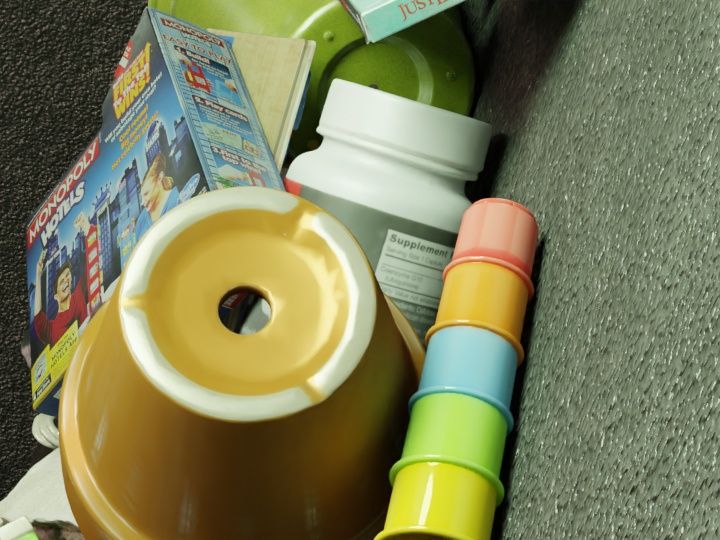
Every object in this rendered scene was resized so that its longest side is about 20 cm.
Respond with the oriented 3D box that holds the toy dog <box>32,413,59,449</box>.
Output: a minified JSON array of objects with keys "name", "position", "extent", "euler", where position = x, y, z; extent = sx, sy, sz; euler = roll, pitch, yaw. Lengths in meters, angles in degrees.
[{"name":"toy dog","position":[-0.148,0.142,1.921],"extent":[0.097,0.132,0.200],"euler":[-62,-8,20]}]

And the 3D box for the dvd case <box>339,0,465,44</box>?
[{"name":"dvd case","position":[0.056,-0.178,1.614],"extent":[0.200,0.145,0.022],"euler":[-113,-2,-77]}]

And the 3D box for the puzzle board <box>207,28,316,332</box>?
[{"name":"puzzle board","position":[-0.084,-0.042,1.715],"extent":[0.151,0.017,0.201],"euler":[15,89,64]}]

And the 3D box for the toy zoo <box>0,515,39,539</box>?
[{"name":"toy zoo","position":[-0.148,0.241,1.610],"extent":[0.201,0.020,0.131],"euler":[60,164,13]}]

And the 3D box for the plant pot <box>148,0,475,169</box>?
[{"name":"plant pot","position":[-0.017,-0.140,1.820],"extent":[0.193,0.199,0.201],"euler":[-127,53,-64]}]

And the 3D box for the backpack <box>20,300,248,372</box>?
[{"name":"backpack","position":[-0.120,-0.008,1.920],"extent":[0.200,0.154,0.191],"euler":[-56,26,14]}]

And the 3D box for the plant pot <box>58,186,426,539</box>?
[{"name":"plant pot","position":[-0.056,0.054,1.458],"extent":[0.183,0.199,0.201],"euler":[93,-173,-63]}]

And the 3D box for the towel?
[{"name":"towel","position":[-0.136,0.104,1.631],"extent":[0.133,0.035,0.200],"euler":[-45,12,-20]}]

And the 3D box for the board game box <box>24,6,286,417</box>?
[{"name":"board game box","position":[-0.120,-0.043,1.690],"extent":[0.200,0.061,0.201],"euler":[-47,35,35]}]

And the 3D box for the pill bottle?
[{"name":"pill bottle","position":[0.000,0.000,1.647],"extent":[0.114,0.113,0.201],"euler":[-146,72,-80]}]

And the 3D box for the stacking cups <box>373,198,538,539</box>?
[{"name":"stacking cups","position":[0.053,0.053,1.432],"extent":[0.061,0.060,0.201],"euler":[123,162,-59]}]
